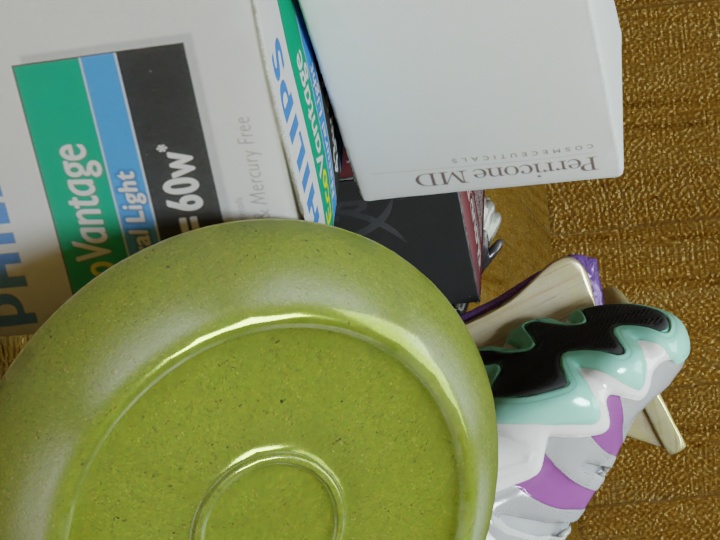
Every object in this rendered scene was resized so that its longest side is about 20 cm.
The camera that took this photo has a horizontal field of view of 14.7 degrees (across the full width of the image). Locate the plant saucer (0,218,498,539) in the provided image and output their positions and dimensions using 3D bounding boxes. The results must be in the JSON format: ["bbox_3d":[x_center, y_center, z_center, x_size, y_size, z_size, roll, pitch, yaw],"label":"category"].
[{"bbox_3d":[-0.036,0.082,0.938,0.031,0.200,0.200,35,-41,60],"label":"plant saucer"}]

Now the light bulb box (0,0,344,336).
[{"bbox_3d":[-0.080,-0.114,0.989,0.200,0.125,0.198,-83,165,-57],"label":"light bulb box"}]

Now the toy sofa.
[{"bbox_3d":[0.033,0.068,1.214,0.098,0.200,0.083,63,3,-6],"label":"toy sofa"}]

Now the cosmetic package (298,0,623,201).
[{"bbox_3d":[0.030,-0.113,0.962,0.200,0.101,0.071,70,17,-53],"label":"cosmetic package"}]

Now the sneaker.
[{"bbox_3d":[0.066,0.111,1.149,0.140,0.200,0.078,62,-6,-24],"label":"sneaker"}]

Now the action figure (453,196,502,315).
[{"bbox_3d":[0.000,0.000,1.314,0.200,0.119,0.102,158,-55,-72],"label":"action figure"}]

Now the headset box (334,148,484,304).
[{"bbox_3d":[-0.021,-0.053,1.240,0.200,0.148,0.075,-85,166,-53],"label":"headset box"}]
